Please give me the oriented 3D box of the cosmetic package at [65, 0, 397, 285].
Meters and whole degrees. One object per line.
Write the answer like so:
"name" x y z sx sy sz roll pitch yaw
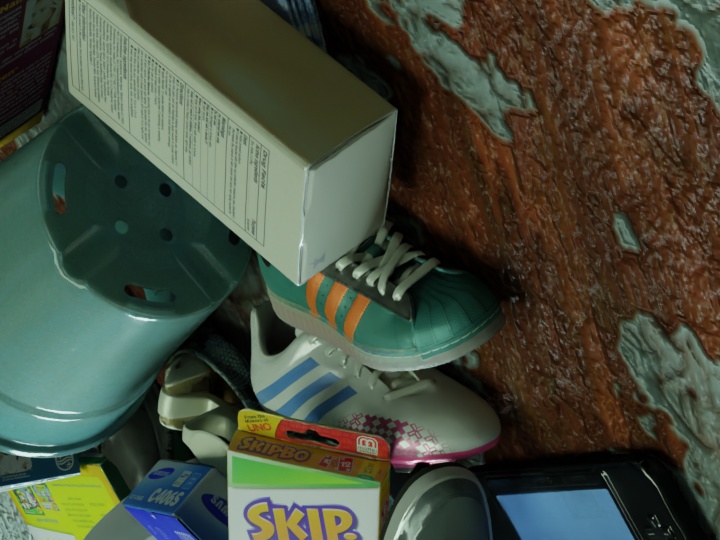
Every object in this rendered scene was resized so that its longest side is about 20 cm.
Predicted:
"cosmetic package" -0.075 -0.096 1.398 0.200 0.071 0.105 40 148 24

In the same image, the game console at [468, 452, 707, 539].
"game console" 0.117 0.210 1.437 0.200 0.116 0.176 -12 111 58

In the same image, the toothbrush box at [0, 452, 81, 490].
"toothbrush box" -0.286 0.065 1.832 0.146 0.085 0.200 -19 81 59

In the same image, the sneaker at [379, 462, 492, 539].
"sneaker" 0.057 0.222 1.437 0.121 0.083 0.200 -136 44 -56

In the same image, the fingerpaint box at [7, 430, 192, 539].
"fingerpaint box" -0.174 0.196 1.886 0.200 0.073 0.167 -7 113 59

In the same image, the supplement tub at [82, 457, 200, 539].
"supplement tub" -0.092 0.243 1.729 0.200 0.145 0.145 56 151 -14

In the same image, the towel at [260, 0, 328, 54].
"towel" -0.071 -0.141 1.443 0.147 0.024 0.200 16 133 49

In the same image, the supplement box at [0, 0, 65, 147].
"supplement box" -0.273 -0.153 1.613 0.103 0.131 0.200 47 149 14

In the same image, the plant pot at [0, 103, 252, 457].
"plant pot" -0.176 -0.007 1.580 0.200 0.200 0.196 54 142 1

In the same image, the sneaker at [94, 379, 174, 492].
"sneaker" -0.189 0.088 1.728 0.076 0.091 0.200 98 150 -45

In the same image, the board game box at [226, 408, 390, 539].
"board game box" -0.032 0.172 1.507 0.095 0.030 0.200 11 126 12

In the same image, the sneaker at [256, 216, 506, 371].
"sneaker" 0.000 0.000 1.436 0.200 0.071 0.080 15 136 50

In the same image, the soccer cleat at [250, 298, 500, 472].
"soccer cleat" 0.000 0.064 1.505 0.200 0.070 0.087 12 118 46

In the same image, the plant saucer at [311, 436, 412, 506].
"plant saucer" 0.024 0.190 1.609 0.200 0.036 0.200 45 151 34

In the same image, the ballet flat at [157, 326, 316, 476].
"ballet flat" -0.094 0.092 1.630 0.200 0.074 0.074 35 147 52

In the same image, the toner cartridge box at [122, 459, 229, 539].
"toner cartridge box" -0.058 0.206 1.613 0.200 0.043 0.095 47 160 -18
